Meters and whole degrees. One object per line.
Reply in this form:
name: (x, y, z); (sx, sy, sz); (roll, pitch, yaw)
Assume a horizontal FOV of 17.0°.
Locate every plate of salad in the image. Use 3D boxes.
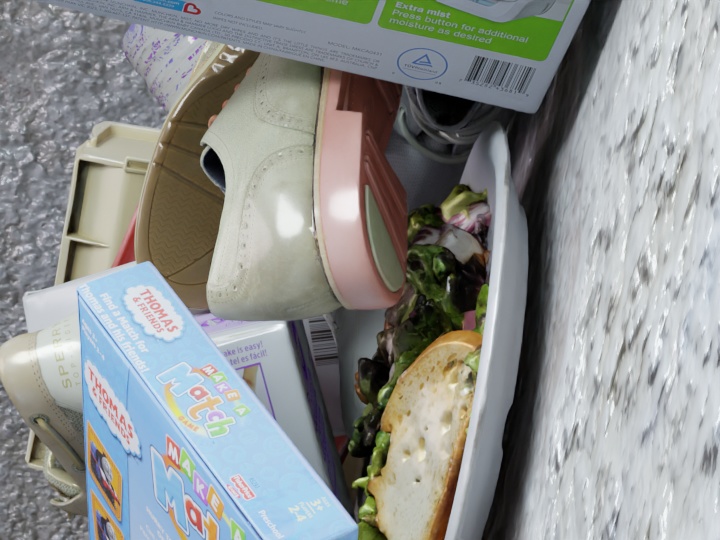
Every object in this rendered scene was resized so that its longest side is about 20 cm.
plate of salad: (0.024, 0.042, 0.897); (0.200, 0.048, 0.200); (-171, 90, -86)

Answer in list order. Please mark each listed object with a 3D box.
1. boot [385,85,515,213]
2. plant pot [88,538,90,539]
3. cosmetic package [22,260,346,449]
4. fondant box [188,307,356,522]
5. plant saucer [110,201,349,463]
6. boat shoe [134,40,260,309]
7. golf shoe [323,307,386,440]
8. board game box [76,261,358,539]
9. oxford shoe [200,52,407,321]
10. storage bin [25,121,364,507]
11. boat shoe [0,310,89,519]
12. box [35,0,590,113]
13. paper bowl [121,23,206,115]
boot: (0.030, -0.074, 0.980); (0.096, 0.073, 0.200); (-74, -2, -61)
plant pot: (-0.095, 0.209, 1.336); (0.200, 0.200, 0.183); (-96, 31, -75)
cosmetic package: (-0.077, 0.043, 1.212); (0.200, 0.085, 0.108); (-14, 84, 48)
fondant box: (-0.033, 0.105, 1.029); (0.144, 0.058, 0.200); (-101, -5, -77)
plant saucer: (-0.047, 0.014, 1.268); (0.200, 0.037, 0.200); (46, 124, 34)
boat shoe: (-0.035, -0.076, 1.006); (0.065, 0.071, 0.200); (159, 137, -84)
golf shoe: (0.000, 0.000, 1.102); (0.073, 0.092, 0.200); (111, 167, -47)
board game box: (-0.056, 0.118, 0.908); (0.151, 0.037, 0.200); (49, 150, 37)
oxford shoe: (-0.026, -0.066, 0.890); (0.200, 0.074, 0.071); (-89, -20, -44)
storage bin: (-0.082, 0.031, 1.413); (0.094, 0.198, 0.200); (-111, 31, -75)
boat shoe: (-0.104, 0.074, 1.030); (0.200, 0.065, 0.072); (74, -178, -62)
box: (-0.009, -0.156, 0.791); (0.177, 0.200, 0.097); (111, 168, -54)
paper bowl: (-0.034, -0.152, 1.443); (0.201, 0.104, 0.201); (-37, -1, -1)
